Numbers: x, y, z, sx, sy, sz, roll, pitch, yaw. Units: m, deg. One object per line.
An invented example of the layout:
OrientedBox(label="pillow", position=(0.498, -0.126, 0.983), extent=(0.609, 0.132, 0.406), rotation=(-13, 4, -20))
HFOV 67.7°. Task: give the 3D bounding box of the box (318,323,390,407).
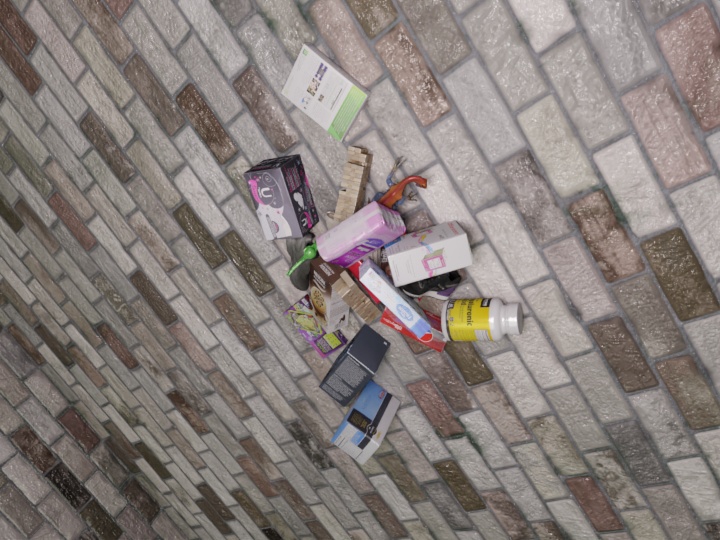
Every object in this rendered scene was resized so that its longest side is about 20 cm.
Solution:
OrientedBox(label="box", position=(-0.018, 0.293, 1.650), extent=(0.107, 0.149, 0.201), rotation=(37, 127, 0))

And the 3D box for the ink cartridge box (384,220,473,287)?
OrientedBox(label="ink cartridge box", position=(0.164, -0.045, 1.323), extent=(0.196, 0.145, 0.086), rotation=(-15, 108, 3))

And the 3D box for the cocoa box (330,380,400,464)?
OrientedBox(label="cocoa box", position=(0.018, 0.479, 1.709), extent=(0.130, 0.200, 0.134), rotation=(34, 128, 4))

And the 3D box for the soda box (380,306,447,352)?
OrientedBox(label="soda box", position=(0.161, 0.151, 1.534), extent=(0.198, 0.063, 0.071), rotation=(27, 126, 10))

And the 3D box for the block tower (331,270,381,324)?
OrientedBox(label="block tower", position=(-0.011, 0.078, 1.486), extent=(0.054, 0.058, 0.200), rotation=(48, 178, 36))

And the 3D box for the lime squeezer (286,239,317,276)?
OrientedBox(label="lime squeezer", position=(-0.132, -0.050, 1.516), extent=(0.199, 0.071, 0.038), rotation=(-32, 129, 30))

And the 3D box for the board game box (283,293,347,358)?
OrientedBox(label="board game box", position=(-0.145, 0.181, 1.722), extent=(0.120, 0.032, 0.201), rotation=(-36, 98, 32))

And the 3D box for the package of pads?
OrientedBox(label="package of pads", position=(0.000, -0.086, 1.316), extent=(0.198, 0.120, 0.077), rotation=(-30, 65, 27))

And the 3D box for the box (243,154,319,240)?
OrientedBox(label="box", position=(-0.217, -0.199, 1.480), extent=(0.130, 0.115, 0.203), rotation=(-3, 116, 26))

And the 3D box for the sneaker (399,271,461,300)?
OrientedBox(label="sneaker", position=(0.180, 0.019, 1.393), extent=(0.088, 0.198, 0.076), rotation=(-51, 51, 32))

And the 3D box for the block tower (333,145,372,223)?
OrientedBox(label="block tower", position=(-0.019, -0.212, 1.375), extent=(0.053, 0.058, 0.204), rotation=(17, 106, 18))

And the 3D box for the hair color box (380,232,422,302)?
OrientedBox(label="hair color box", position=(0.099, -0.011, 1.464), extent=(0.100, 0.061, 0.203), rotation=(-8, 115, 38))

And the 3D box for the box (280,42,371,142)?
OrientedBox(label="box", position=(-0.088, -0.439, 1.329), extent=(0.199, 0.036, 0.145), rotation=(40, 127, 1))

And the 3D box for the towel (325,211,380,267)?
OrientedBox(label="towel", position=(-0.022, -0.066, 1.464), extent=(0.199, 0.034, 0.134), rotation=(33, 142, 32))

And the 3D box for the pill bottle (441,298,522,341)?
OrientedBox(label="pill bottle", position=(0.321, 0.130, 1.415), extent=(0.197, 0.112, 0.113), rotation=(-4, 117, 27))

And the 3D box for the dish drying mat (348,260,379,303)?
OrientedBox(label="dish drying mat", position=(0.000, 0.000, 1.450), extent=(0.201, 0.018, 0.077), rotation=(51, 155, -1))

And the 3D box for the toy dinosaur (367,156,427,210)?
OrientedBox(label="toy dinosaur", position=(0.088, -0.173, 1.332), extent=(0.104, 0.202, 0.181), rotation=(34, 162, -11))

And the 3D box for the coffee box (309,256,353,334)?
OrientedBox(label="coffee box", position=(-0.089, 0.067, 1.553), extent=(0.113, 0.079, 0.202), rotation=(45, 144, 36))

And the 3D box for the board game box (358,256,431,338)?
OrientedBox(label="board game box", position=(0.079, 0.060, 1.318), extent=(0.043, 0.200, 0.199), rotation=(-45, 96, 6))

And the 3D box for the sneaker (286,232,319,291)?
OrientedBox(label="sneaker", position=(-0.165, -0.025, 1.587), extent=(0.089, 0.076, 0.203), rotation=(5, 123, 13))
